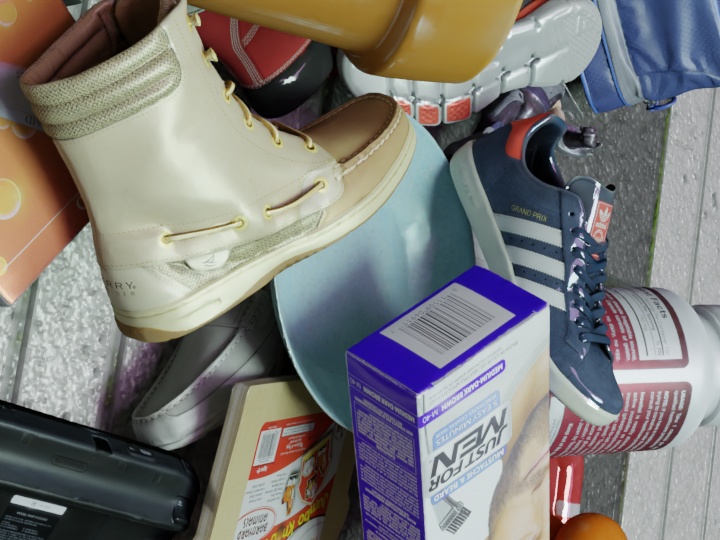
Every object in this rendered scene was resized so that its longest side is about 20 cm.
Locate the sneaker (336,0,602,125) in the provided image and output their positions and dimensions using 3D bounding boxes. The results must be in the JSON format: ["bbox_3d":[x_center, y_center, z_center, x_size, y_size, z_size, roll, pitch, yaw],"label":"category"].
[{"bbox_3d":[0.061,-0.149,1.011,0.200,0.082,0.077,-10,123,-32],"label":"sneaker"}]

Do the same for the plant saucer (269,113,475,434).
[{"bbox_3d":[0.000,0.000,0.928,0.201,0.039,0.201,5,84,-53],"label":"plant saucer"}]

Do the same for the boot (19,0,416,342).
[{"bbox_3d":[-0.064,-0.078,0.771,0.200,0.073,0.156,-36,123,-27],"label":"boot"}]

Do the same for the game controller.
[{"bbox_3d":[-0.176,0.124,0.810,0.200,0.042,0.104,25,109,-43],"label":"game controller"}]

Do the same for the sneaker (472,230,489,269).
[{"bbox_3d":[0.085,-0.005,1.093,0.200,0.074,0.087,17,57,-45],"label":"sneaker"}]

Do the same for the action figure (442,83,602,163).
[{"bbox_3d":[0.116,-0.110,1.096,0.130,0.069,0.200,40,46,-18],"label":"action figure"}]

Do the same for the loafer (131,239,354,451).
[{"bbox_3d":[-0.075,0.025,0.916,0.070,0.070,0.200,56,47,-22],"label":"loafer"}]

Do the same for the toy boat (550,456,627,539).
[{"bbox_3d":[0.128,0.193,1.081,0.130,0.131,0.200,13,81,-46],"label":"toy boat"}]

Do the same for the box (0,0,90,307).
[{"bbox_3d":[-0.212,-0.096,0.744,0.124,0.097,0.200,-53,126,-32],"label":"box"}]

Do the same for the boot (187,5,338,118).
[{"bbox_3d":[-0.042,-0.199,0.951,0.144,0.072,0.200,48,57,-44],"label":"boot"}]

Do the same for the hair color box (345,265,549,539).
[{"bbox_3d":[0.056,0.111,0.913,0.109,0.065,0.200,-32,135,-31],"label":"hair color box"}]

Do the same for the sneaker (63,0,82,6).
[{"bbox_3d":[-0.157,-0.196,0.744,0.070,0.200,0.078,-13,77,-3],"label":"sneaker"}]

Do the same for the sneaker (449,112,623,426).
[{"bbox_3d":[0.127,-0.007,0.942,0.075,0.084,0.200,11,52,-60],"label":"sneaker"}]

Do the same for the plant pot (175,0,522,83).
[{"bbox_3d":[-0.027,-0.202,0.793,0.183,0.200,0.201,1,89,-18],"label":"plant pot"}]

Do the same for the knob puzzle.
[{"bbox_3d":[-0.061,0.156,0.930,0.220,0.030,0.220,-47,146,-47],"label":"knob puzzle"}]

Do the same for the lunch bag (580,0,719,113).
[{"bbox_3d":[0.207,-0.214,1.160,0.136,0.132,0.200,-53,130,-60],"label":"lunch bag"}]

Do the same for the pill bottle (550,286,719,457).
[{"bbox_3d":[0.161,0.068,1.045,0.200,0.113,0.113,0,91,-21],"label":"pill bottle"}]
